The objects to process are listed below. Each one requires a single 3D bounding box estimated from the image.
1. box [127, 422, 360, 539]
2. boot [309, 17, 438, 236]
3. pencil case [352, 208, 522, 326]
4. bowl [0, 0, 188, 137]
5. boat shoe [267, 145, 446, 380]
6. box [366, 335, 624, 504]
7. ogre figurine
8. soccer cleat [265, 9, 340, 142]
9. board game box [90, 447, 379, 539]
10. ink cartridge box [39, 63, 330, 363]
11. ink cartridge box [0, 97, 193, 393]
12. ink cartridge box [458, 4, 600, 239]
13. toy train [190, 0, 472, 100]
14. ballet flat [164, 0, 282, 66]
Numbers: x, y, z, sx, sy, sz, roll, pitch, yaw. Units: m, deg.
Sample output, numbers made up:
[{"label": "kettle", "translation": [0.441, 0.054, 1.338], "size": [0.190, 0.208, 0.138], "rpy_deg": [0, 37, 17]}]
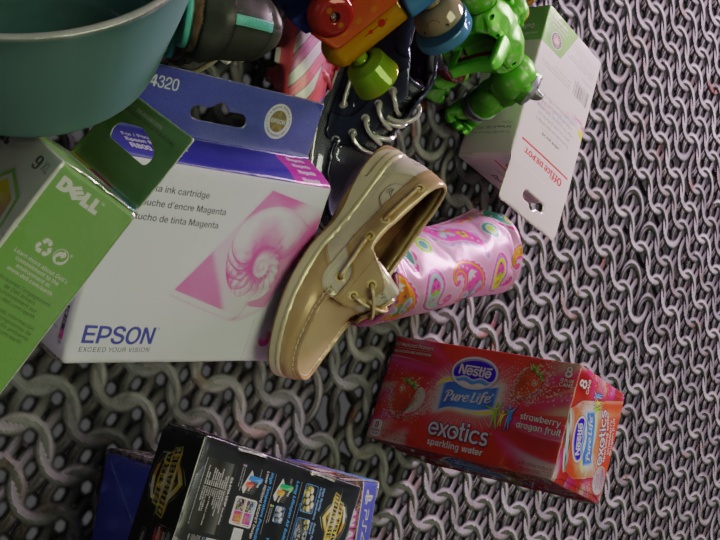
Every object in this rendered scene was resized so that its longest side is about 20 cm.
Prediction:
[{"label": "box", "translation": [-0.088, 0.217, 0.708], "size": [0.158, 0.046, 0.203], "rpy_deg": [28, 73, -46]}, {"label": "boot", "translation": [0.007, -0.125, 0.888], "size": [0.072, 0.090, 0.203], "rpy_deg": [14, 84, -47]}, {"label": "pencil case", "translation": [0.060, -0.007, 0.967], "size": [0.199, 0.087, 0.089], "rpy_deg": [-10, 102, -46]}, {"label": "bowl", "translation": [-0.182, -0.150, 0.589], "size": [0.201, 0.200, 0.106], "rpy_deg": [-44, 160, -35]}, {"label": "boat shoe", "translation": [0.000, 0.000, 0.831], "size": [0.202, 0.069, 0.074], "rpy_deg": [-61, 157, -9]}, {"label": "box", "translation": [0.116, 0.128, 0.955], "size": [0.095, 0.198, 0.101], "rpy_deg": [32, 71, -46]}, {"label": "ogre figurine", "translation": [0.089, -0.201, 0.950], "size": [0.098, 0.119, 0.202], "rpy_deg": [-37, 121, -39]}, {"label": "soccer cleat", "translation": [-0.028, -0.194, 0.847], "size": [0.075, 0.067, 0.203], "rpy_deg": [7, 83, -11]}, {"label": "board game box", "translation": [-0.095, 0.223, 0.807], "size": [0.199, 0.096, 0.162], "rpy_deg": [15, 83, -48]}, {"label": "ink cartridge box", "translation": [-0.111, -0.032, 0.764], "size": [0.195, 0.043, 0.202], "rpy_deg": [3, 110, -47]}, {"label": "ink cartridge box", "translation": [-0.195, -0.027, 0.620], "size": [0.201, 0.104, 0.059], "rpy_deg": [-53, 132, -2]}, {"label": "ink cartridge box", "translation": [0.165, -0.143, 1.079], "size": [0.117, 0.067, 0.203], "rpy_deg": [32, 70, -45]}, {"label": "toy train", "translation": [-0.016, -0.168, 0.791], "size": [0.199, 0.085, 0.116], "rpy_deg": [-38, 131, 3]}, {"label": "ballet flat", "translation": [-0.096, -0.160, 0.694], "size": [0.067, 0.200, 0.069], "rpy_deg": [5, 108, -21]}]
